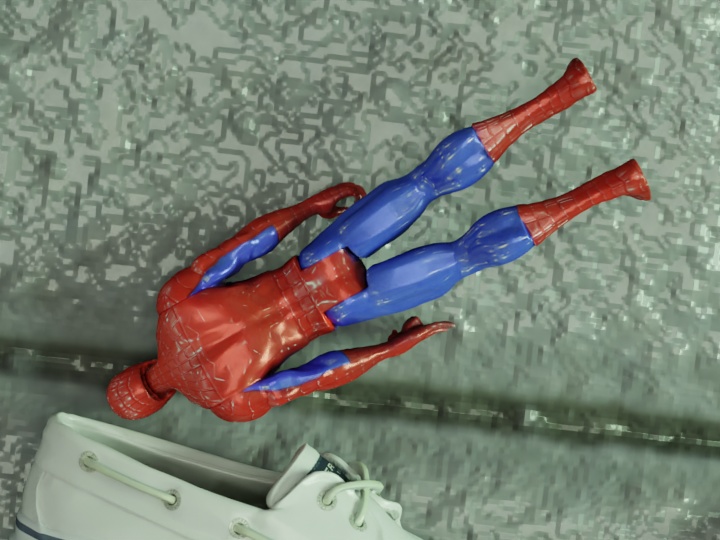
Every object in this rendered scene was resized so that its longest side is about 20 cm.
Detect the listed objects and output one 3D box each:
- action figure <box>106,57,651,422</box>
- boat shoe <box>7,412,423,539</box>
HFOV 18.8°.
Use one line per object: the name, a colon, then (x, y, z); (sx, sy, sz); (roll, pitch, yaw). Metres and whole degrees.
action figure: (0.000, 0.000, 0.746); (0.200, 0.052, 0.066); (-28, 89, 5)
boat shoe: (-0.020, 0.093, 0.737); (0.199, 0.074, 0.067); (10, 96, -1)
